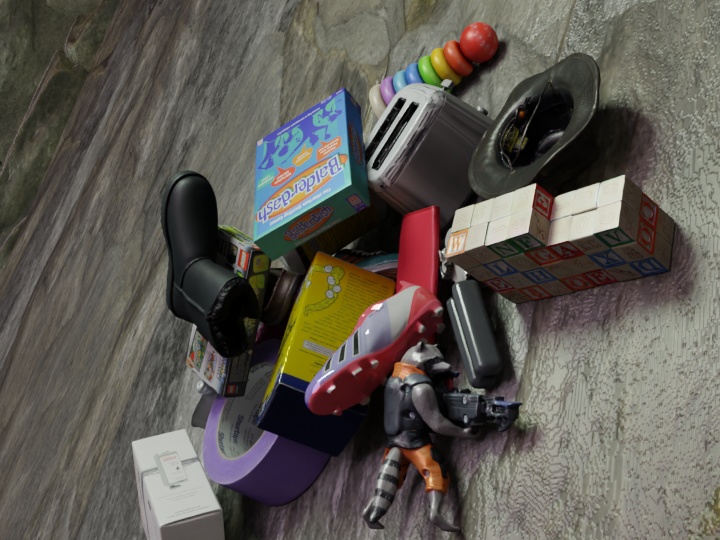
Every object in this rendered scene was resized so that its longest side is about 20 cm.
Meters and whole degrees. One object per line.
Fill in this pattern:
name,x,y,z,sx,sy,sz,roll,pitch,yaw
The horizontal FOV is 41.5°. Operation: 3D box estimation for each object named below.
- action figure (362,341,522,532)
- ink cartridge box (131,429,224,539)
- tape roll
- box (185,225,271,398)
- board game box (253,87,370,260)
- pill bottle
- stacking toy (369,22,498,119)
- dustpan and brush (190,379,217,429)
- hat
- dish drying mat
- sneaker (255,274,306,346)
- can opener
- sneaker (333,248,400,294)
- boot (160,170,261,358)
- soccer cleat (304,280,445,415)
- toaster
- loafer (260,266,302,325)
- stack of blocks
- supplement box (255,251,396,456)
action figure,0.069,0.167,0.983,0.199,0.104,0.196,-22,59,55
ink cartridge box,-0.239,0.327,1.251,0.200,0.082,0.148,-137,41,-59
tape roll,-0.116,0.198,1.246,0.199,0.085,0.202,-37,37,34
box,-0.175,0.053,1.251,0.110,0.034,0.203,29,111,47
board game box,-0.065,-0.126,1.212,0.151,0.045,0.201,-28,41,21
pill bottle,-0.037,-0.089,1.304,0.199,0.113,0.112,-33,30,-8
stacking toy,0.108,-0.280,1.346,0.199,0.085,0.086,-35,37,28
dustpan and brush,-0.211,0.169,1.367,0.141,0.057,0.200,-62,9,-6
hat,0.214,-0.143,1.068,0.201,0.081,0.202,-45,25,27
dish drying mat,0.068,0.028,1.135,0.076,0.018,0.203,-12,72,53
sneaker,-0.118,0.067,1.367,0.201,0.081,0.088,-53,26,0
can opener,0.127,0.035,1.055,0.053,0.065,0.202,100,166,-51
sneaker,0.000,0.000,1.261,0.199,0.071,0.081,-21,49,46
boot,-0.181,-0.009,1.170,0.168,0.076,0.203,25,115,51
soccer cleat,0.008,0.085,1.052,0.199,0.067,0.076,-37,50,-22
toaster,0.080,-0.141,1.211,0.201,0.129,0.114,-57,30,3
loafer,-0.144,0.030,1.282,0.199,0.071,0.074,-14,49,60
stack of blocks,0.197,-0.032,0.958,0.199,0.115,0.059,-16,50,48
supplement box,-0.040,0.098,1.140,0.109,0.108,0.202,119,169,-48
